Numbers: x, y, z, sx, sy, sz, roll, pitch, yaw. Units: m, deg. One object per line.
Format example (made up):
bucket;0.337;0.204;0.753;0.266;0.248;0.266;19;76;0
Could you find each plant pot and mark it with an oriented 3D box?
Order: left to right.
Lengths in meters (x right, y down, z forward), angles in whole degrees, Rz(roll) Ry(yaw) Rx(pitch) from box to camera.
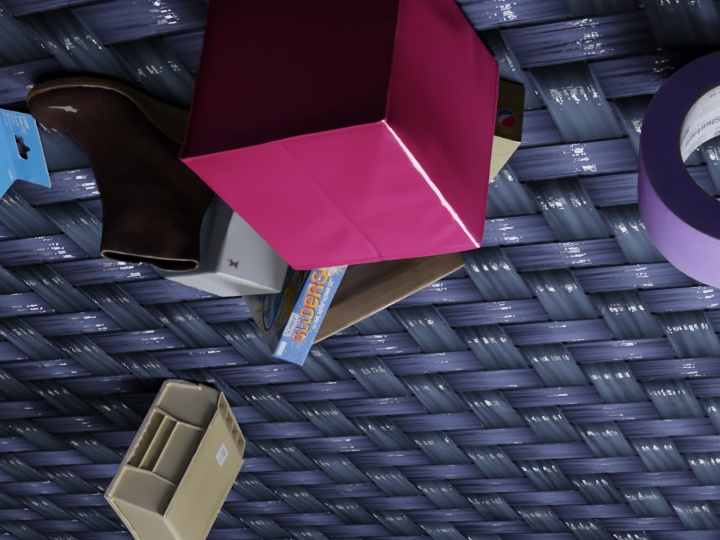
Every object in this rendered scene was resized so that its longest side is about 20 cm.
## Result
plant pot;0.000;0.000;1.640;0.200;0.093;0.201;-28;180;0

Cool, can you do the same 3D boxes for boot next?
boot;-0.237;-0.093;1.535;0.198;0.168;0.072;12;152;-9

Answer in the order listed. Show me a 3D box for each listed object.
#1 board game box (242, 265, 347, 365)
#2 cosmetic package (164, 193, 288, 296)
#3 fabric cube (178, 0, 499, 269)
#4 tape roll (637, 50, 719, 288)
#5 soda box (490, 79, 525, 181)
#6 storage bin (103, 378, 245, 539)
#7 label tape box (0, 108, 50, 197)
board game box;-0.068;-0.008;1.583;0.034;0.136;0.200;19;-166;-22
cosmetic package;-0.128;-0.032;1.590;0.071;0.102;0.200;18;172;-19
fabric cube;-0.013;-0.138;1.362;0.199;0.198;0.199;-7;150;27
tape roll;0.339;-0.088;1.366;0.198;0.202;0.085;2;153;9
soda box;0.091;-0.110;1.535;0.067;0.064;0.200;13;151;-12
storage bin;-0.252;0.279;2.229;0.093;0.200;0.200;18;156;17
label tape box;-0.435;-0.114;1.657;0.198;0.067;0.144;9;153;1
